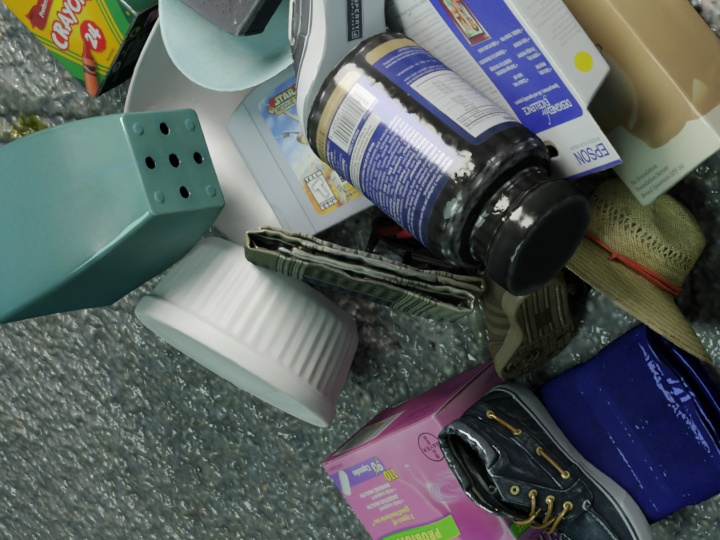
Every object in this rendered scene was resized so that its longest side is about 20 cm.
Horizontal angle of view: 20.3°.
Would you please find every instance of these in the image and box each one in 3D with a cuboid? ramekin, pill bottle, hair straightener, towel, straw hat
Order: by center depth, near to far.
[{"bbox_3d":[0.064,-0.074,1.437,0.200,0.111,0.112,41,139,27],"label":"pill bottle"},{"bbox_3d":[0.206,-0.023,1.511,0.201,0.201,0.085,37,97,17],"label":"straw hat"},{"bbox_3d":[0.000,0.000,1.617,0.191,0.035,0.200,17,176,-2],"label":"towel"},{"bbox_3d":[0.223,0.133,1.650,0.148,0.049,0.200,58,141,5],"label":"towel"},{"bbox_3d":[0.051,-0.011,1.665,0.077,0.041,0.200,52,161,-11],"label":"hair straightener"},{"bbox_3d":[-0.092,0.050,1.788,0.201,0.095,0.202,30,170,6],"label":"ramekin"}]

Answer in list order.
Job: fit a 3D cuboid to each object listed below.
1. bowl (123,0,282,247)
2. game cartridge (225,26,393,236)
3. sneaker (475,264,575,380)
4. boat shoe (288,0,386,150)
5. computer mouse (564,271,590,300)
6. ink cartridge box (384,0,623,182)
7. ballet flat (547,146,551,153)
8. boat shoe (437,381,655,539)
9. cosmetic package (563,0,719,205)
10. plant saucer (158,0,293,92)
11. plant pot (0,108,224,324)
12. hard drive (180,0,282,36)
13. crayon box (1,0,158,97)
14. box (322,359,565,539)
[{"bbox_3d":[-0.099,-0.130,1.737,0.200,0.075,0.200,43,138,12],"label":"bowl"},{"bbox_3d":[-0.020,-0.110,1.598,0.199,0.042,0.134,-26,100,44],"label":"game cartridge"},{"bbox_3d":[0.129,0.021,1.621,0.200,0.070,0.076,91,154,-65],"label":"sneaker"},{"bbox_3d":[-0.023,-0.183,1.497,0.068,0.071,0.201,-129,31,-47],"label":"boat shoe"},{"bbox_3d":[0.102,-0.032,1.650,0.199,0.034,0.059,32,135,21],"label":"computer mouse"},{"bbox_3d":[0.100,-0.153,1.446,0.200,0.047,0.197,52,161,-8],"label":"ink cartridge box"},{"bbox_3d":[0.061,-0.117,1.604,0.199,0.068,0.068,32,143,25],"label":"ballet flat"},{"bbox_3d":[0.150,0.189,1.650,0.200,0.091,0.071,48,139,15],"label":"boat shoe"},{"bbox_3d":[0.187,-0.159,1.448,0.200,0.071,0.105,50,141,2],"label":"cosmetic package"},{"bbox_3d":[-0.076,-0.234,1.608,0.200,0.039,0.203,-13,68,35],"label":"plant saucer"},{"bbox_3d":[-0.221,-0.061,1.723,0.199,0.141,0.142,-25,80,40],"label":"plant pot"},{"bbox_3d":[-0.112,-0.278,1.595,0.200,0.042,0.135,42,104,36],"label":"hard drive"},{"bbox_3d":[-0.272,-0.270,1.815,0.200,0.051,0.127,46,140,8],"label":"crayon box"},{"bbox_3d":[0.094,0.206,1.778,0.176,0.097,0.201,-28,98,50],"label":"box"}]
